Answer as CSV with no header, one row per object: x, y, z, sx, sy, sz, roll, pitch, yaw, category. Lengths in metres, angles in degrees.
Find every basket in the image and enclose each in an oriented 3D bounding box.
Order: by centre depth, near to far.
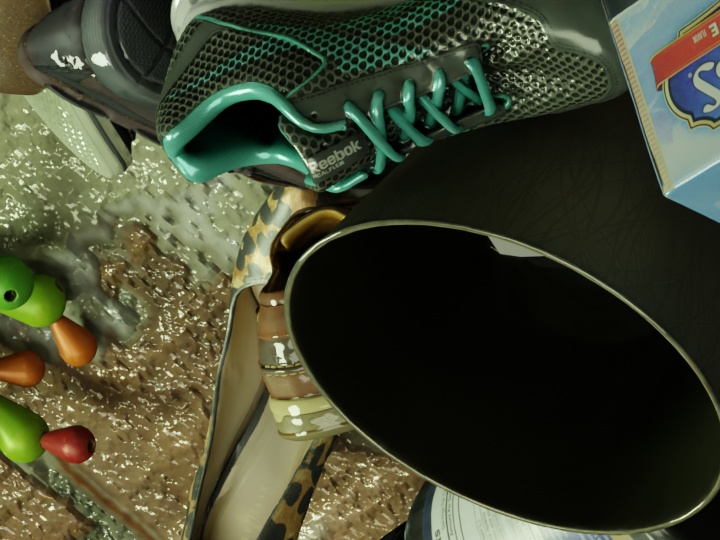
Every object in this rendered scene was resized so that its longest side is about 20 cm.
0.088,-0.018,1.155,0.180,0.200,0.136,24,134,7,basket

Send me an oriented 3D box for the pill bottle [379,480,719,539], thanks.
0.091,0.121,1.333,0.112,0.112,0.200,43,134,-11,pill bottle

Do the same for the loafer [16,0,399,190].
-0.060,-0.078,1.227,0.063,0.072,0.200,-10,161,37,loafer

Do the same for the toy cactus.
-0.225,0.020,1.441,0.165,0.102,0.200,-1,135,40,toy cactus

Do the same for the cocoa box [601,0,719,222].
0.199,-0.107,1.012,0.200,0.132,0.133,-32,147,28,cocoa box

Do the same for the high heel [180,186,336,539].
-0.045,0.062,1.333,0.071,0.143,0.201,16,133,15,high heel

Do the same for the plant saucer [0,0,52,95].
-0.197,-0.157,1.232,0.201,0.037,0.201,49,158,28,plant saucer

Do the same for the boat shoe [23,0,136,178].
-0.135,-0.132,1.264,0.075,0.062,0.201,23,139,60,boat shoe

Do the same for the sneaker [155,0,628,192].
0.010,-0.065,1.087,0.199,0.091,0.078,-1,140,28,sneaker

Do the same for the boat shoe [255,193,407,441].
-0.001,0.000,1.230,0.072,0.200,0.068,-15,108,17,boat shoe
